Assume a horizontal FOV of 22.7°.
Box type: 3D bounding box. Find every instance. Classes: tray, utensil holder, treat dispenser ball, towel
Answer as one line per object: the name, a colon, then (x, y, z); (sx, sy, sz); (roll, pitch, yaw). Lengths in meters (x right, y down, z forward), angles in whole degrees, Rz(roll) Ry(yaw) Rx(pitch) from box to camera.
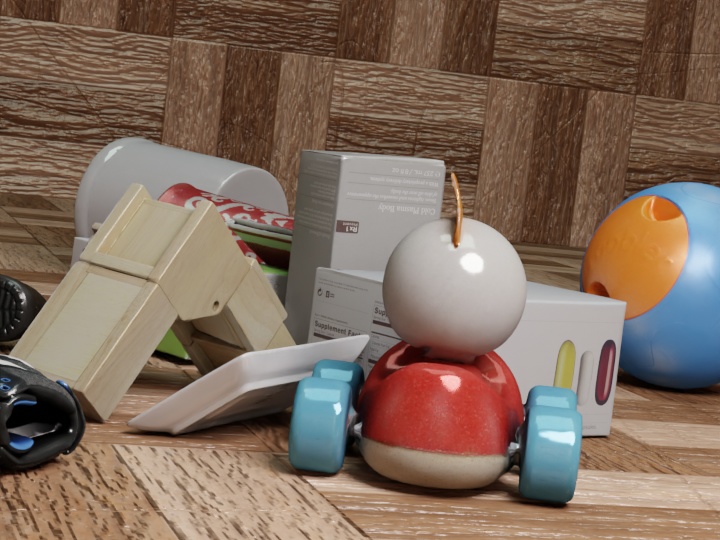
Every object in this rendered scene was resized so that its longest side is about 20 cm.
tray: (-0.072, 0.084, 1.279); (0.107, 0.022, 0.200); (-32, -11, 23)
utensil holder: (-0.208, -0.060, 2.122); (0.200, 0.170, 0.170); (12, 7, 35)
treat dispenser ball: (0.314, 0.015, 1.746); (0.201, 0.201, 0.201); (6, 5, -1)
towel: (-0.021, 0.019, 1.679); (0.144, 0.023, 0.200); (12, -27, 51)

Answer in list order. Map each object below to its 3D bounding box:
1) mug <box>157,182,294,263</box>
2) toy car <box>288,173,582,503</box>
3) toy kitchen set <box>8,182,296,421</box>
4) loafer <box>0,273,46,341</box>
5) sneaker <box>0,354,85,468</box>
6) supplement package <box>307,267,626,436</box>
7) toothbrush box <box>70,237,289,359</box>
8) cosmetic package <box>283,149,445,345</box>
mug: (-0.124, 0.010, 1.892); (0.200, 0.178, 0.133); (13, -29, 22)
toy car: (0.060, 0.036, 1.189); (0.184, 0.200, 0.177); (7, 5, 5)
toy kitchen set: (-0.179, 0.059, 1.367); (0.163, 0.181, 0.200); (13, -32, 33)
loafer: (-0.355, 0.028, 1.557); (0.200, 0.073, 0.071); (15, -2, 26)
sneaker: (-0.255, 0.075, 1.055); (0.200, 0.073, 0.112); (4, 4, -37)
supplement package: (0.082, 0.064, 1.415); (0.200, 0.111, 0.156); (2, 7, -39)
toothbrush box: (-0.156, 0.027, 1.652); (0.145, 0.086, 0.200); (5, 6, -43)
cosmetic package: (0.000, 0.000, 1.536); (0.107, 0.200, 0.090); (1, 5, -29)
